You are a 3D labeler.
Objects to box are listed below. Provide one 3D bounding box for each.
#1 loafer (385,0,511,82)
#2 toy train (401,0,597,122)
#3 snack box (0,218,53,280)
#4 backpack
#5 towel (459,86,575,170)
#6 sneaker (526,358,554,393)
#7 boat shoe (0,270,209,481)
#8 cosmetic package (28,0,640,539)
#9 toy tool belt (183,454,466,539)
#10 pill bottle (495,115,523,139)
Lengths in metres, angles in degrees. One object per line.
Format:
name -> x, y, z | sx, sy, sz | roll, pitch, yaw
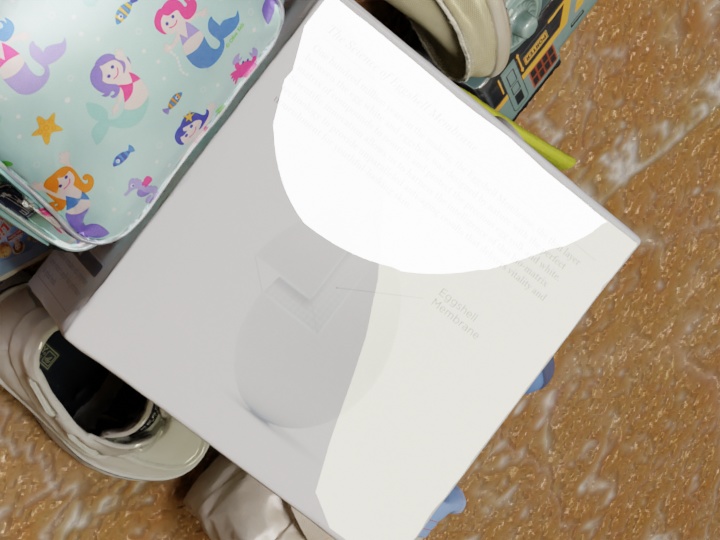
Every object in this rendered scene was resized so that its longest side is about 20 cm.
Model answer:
loafer -> 0.008, -0.166, 1.446 | 0.068, 0.076, 0.200 | -39, 122, -9
toy train -> 0.095, -0.172, 1.583 | 0.200, 0.085, 0.114 | -53, 154, -13
snack box -> -0.153, -0.044, 1.399 | 0.199, 0.024, 0.072 | -30, 134, -23
backpack -> -0.146, -0.119, 1.271 | 0.200, 0.150, 0.178 | 40, 87, -31
towel -> 0.031, -0.084, 1.553 | 0.200, 0.086, 0.018 | 26, 73, -53
sneaker -> 0.036, 0.026, 1.642 | 0.200, 0.074, 0.082 | 41, 78, -43
boat shoe -> -0.128, 0.067, 1.484 | 0.074, 0.065, 0.200 | -59, 142, -2
cosmetic package -> -0.014, -0.004, 1.378 | 0.199, 0.123, 0.200 | 38, 90, -18
toy tool belt -> 0.004, 0.122, 1.625 | 0.123, 0.125, 0.200 | -55, 143, 7
pill bottle -> 0.000, 0.000, 1.505 | 0.199, 0.110, 0.110 | -24, 133, -10
